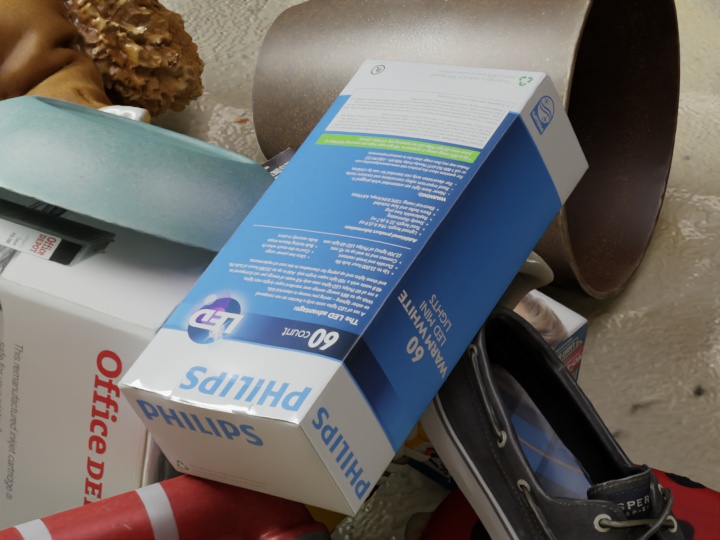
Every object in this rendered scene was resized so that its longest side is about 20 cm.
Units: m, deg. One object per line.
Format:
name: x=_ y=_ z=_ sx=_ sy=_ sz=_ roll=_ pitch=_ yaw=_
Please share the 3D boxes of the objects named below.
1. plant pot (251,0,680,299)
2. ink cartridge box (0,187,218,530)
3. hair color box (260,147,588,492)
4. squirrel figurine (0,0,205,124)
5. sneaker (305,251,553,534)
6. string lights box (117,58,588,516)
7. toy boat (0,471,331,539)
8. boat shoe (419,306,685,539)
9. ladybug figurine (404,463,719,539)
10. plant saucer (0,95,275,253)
plant pot: x=0.049 y=-0.091 z=1.142 sx=0.199 sy=0.187 sz=0.187 roll=9 pitch=38 yaw=25
ink cartridge box: x=-0.169 y=0.040 z=0.960 sx=0.199 sy=0.147 sz=0.083 roll=18 pitch=33 yaw=13
hair color box: x=0.005 y=0.022 z=1.074 sx=0.200 sy=0.061 sz=0.100 roll=31 pitch=46 yaw=26
squirrel figurine: x=-0.167 y=-0.110 z=1.155 sx=0.187 sy=0.142 sz=0.200 roll=39 pitch=52 yaw=25
sneaker: x=0.012 y=0.062 z=0.957 sx=0.090 sy=0.075 sz=0.200 roll=22 pitch=80 yaw=26
string lights box: x=0.000 y=0.000 z=0.884 sx=0.103 sy=0.059 sz=0.200 roll=9 pitch=52 yaw=40
toy boat: x=-0.087 y=0.147 z=0.835 sx=0.199 sy=0.131 sz=0.131 roll=-15 pitch=75 yaw=-23
boat shoe: x=0.096 y=0.098 z=0.863 sx=0.070 sy=0.066 sz=0.200 roll=-13 pitch=58 yaw=-34
ladybug figurine: x=0.116 y=0.137 z=0.941 sx=0.199 sy=0.072 sz=0.136 roll=13 pitch=40 yaw=8
plant saucer: x=-0.105 y=-0.048 z=0.982 sx=0.200 sy=0.039 sz=0.201 roll=16 pitch=5 yaw=-1
